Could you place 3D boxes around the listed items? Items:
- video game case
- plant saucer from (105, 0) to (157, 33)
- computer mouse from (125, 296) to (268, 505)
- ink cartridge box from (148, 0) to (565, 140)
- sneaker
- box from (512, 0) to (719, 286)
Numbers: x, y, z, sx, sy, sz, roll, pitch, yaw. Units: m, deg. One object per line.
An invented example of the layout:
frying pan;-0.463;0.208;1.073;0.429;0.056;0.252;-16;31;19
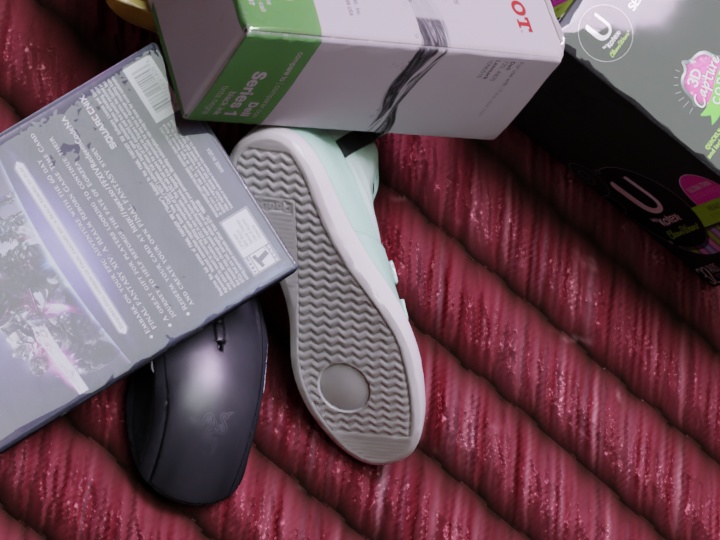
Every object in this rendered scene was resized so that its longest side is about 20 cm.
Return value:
video game case;-0.154;-0.009;1.507;0.200;0.019;0.143;-32;86;-11
plant saucer;-0.055;-0.182;1.643;0.200;0.048;0.200;20;49;-19
computer mouse;-0.108;0.018;1.544;0.140;0.046;0.200;18;62;-23
ink cartridge box;-0.008;-0.153;1.558;0.200;0.084;0.146;3;54;-31
sneaker;0.000;0.000;1.596;0.201;0.074;0.118;70;25;-13
box;0.190;-0.105;1.681;0.200;0.149;0.124;39;73;-9
